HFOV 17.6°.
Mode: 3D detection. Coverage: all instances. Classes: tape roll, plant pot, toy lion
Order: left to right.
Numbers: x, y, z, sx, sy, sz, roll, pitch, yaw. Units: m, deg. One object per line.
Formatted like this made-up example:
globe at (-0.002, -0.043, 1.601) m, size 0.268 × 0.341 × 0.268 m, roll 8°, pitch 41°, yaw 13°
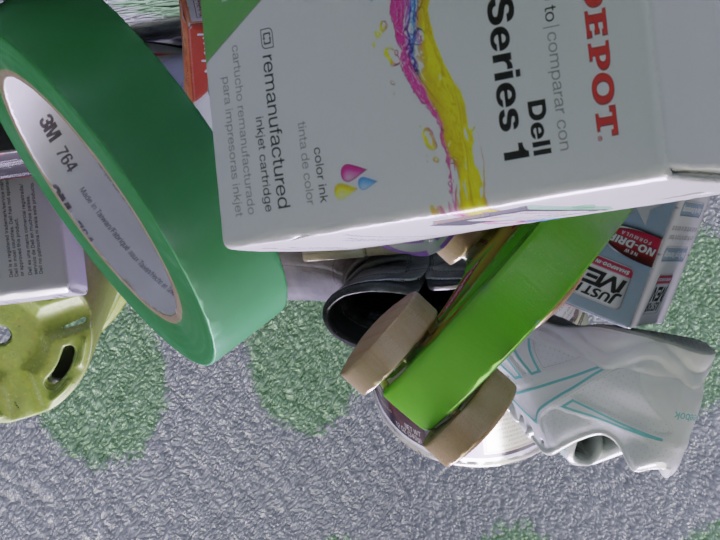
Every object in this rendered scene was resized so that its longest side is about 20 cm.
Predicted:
plant pot at (-0.243, 0.011, 1.590) m, size 0.198 × 0.202 × 0.190 m, roll -6°, pitch -158°, yaw -6°
tape roll at (-0.114, -0.048, 1.127) m, size 0.048 × 0.201 × 0.200 m, roll -37°, pitch -173°, yaw -14°
toy lion at (0.095, -0.032, 1.000) m, size 0.192 × 0.069 × 0.200 m, roll -47°, pitch -177°, yaw 34°

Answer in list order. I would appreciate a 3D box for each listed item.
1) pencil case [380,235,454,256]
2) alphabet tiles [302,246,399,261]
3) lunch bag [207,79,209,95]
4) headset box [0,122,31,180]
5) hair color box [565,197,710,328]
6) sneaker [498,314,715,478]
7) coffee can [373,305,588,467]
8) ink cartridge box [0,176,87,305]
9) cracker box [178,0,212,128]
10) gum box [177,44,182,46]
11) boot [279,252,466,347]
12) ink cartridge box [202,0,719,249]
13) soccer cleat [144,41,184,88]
pencil case at (0.065, -0.090, 0.941) m, size 0.200 × 0.086 × 0.084 m, roll -41°, pitch 170°, yaw 28°
alphabet tiles at (0.013, -0.053, 1.297) m, size 0.165 × 0.006 × 0.200 m, roll -4°, pitch -154°, yaw -2°
lunch bag at (0.029, -0.101, 1.077) m, size 0.199 × 0.078 × 0.161 m, roll -5°, pitch 152°, yaw -26°
headset box at (-0.253, -0.088, 1.301) m, size 0.148 × 0.078 × 0.200 m, roll -7°, pitch 178°, yaw 1°
hair color box at (0.159, -0.074, 1.221) m, size 0.060 × 0.201 × 0.099 m, roll 21°, pitch -173°, yaw 16°
sneaker at (0.102, 0.062, 1.271) m, size 0.070 × 0.081 × 0.200 m, roll 7°, pitch -177°, yaw -42°
coffee can at (0.070, 0.006, 1.436) m, size 0.145 × 0.147 × 0.201 m, roll -6°, pitch 139°, yaw 2°
ink cartridge box at (-0.279, -0.046, 1.443) m, size 0.198 × 0.146 × 0.084 m, roll -6°, pitch 178°, yaw 0°
cracker box at (0.009, -0.088, 1.203) m, size 0.198 × 0.135 × 0.058 m, roll -6°, pitch -148°, yaw -6°
gum box at (0.003, -0.129, 1.465) m, size 0.198 × 0.045 × 0.170 m, roll -8°, pitch 178°, yaw 18°
boot at (0.000, 0.000, 1.257) m, size 0.198 × 0.070 × 0.132 m, roll -6°, pitch -160°, yaw 20°
ink cartridge box at (0.043, -0.091, 0.846) m, size 0.199 × 0.146 × 0.084 m, roll -8°, pitch 176°, yaw 38°
soccer cleat at (-0.081, -0.100, 1.352) m, size 0.199 × 0.074 × 0.068 m, roll -4°, pitch 138°, yaw 26°
